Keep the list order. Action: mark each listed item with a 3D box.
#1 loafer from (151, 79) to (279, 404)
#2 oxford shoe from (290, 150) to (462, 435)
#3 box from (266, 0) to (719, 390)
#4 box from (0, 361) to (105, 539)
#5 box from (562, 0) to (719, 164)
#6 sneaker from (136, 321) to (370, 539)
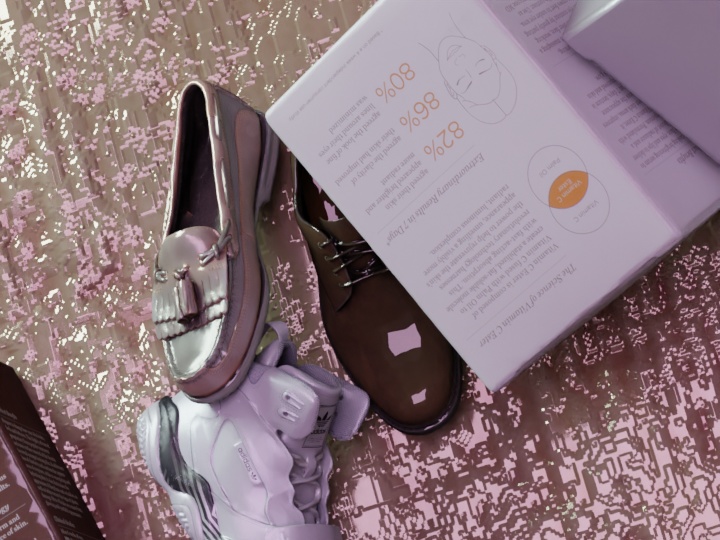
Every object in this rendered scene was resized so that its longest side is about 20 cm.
[{"bbox_3d":[-0.092,-0.020,1.586,0.072,0.063,0.200,-19,48,31],"label":"loafer"},{"bbox_3d":[0.000,0.000,1.584,0.073,0.084,0.200,-24,75,6],"label":"oxford shoe"},{"bbox_3d":[0.079,-0.066,1.508,0.152,0.106,0.200,-42,86,32],"label":"box"},{"bbox_3d":[-0.201,0.146,1.592,0.075,0.100,0.200,-30,72,6],"label":"box"},{"bbox_3d":[0.221,-0.167,1.479,0.152,0.106,0.200,37,51,-16],"label":"box"},{"bbox_3d":[-0.037,0.127,1.557,0.115,0.075,0.200,-44,67,20],"label":"sneaker"}]
